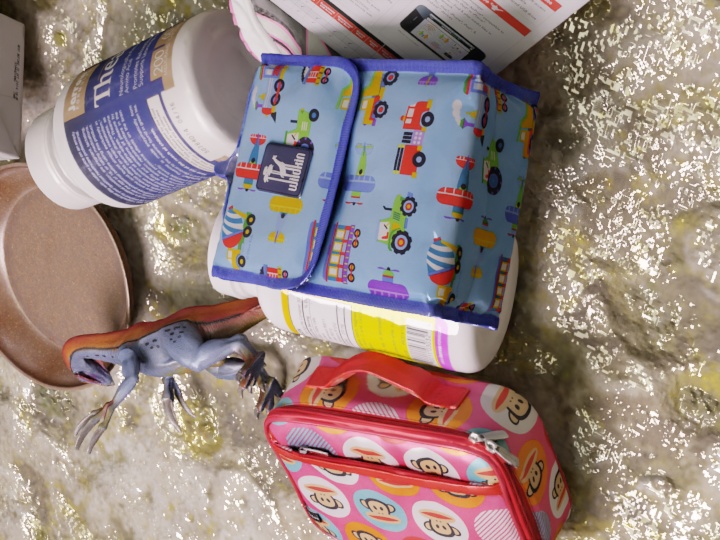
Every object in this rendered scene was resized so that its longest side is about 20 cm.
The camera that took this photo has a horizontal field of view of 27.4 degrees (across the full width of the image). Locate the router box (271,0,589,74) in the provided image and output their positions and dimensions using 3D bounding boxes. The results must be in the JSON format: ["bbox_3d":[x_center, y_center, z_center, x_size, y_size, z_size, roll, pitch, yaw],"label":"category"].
[{"bbox_3d":[0.025,-0.200,0.899,0.200,0.049,0.179,37,143,-15],"label":"router box"}]

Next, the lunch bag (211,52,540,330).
[{"bbox_3d":[-0.005,-0.056,0.928,0.200,0.094,0.151,10,88,31],"label":"lunch bag"}]

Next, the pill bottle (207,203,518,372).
[{"bbox_3d":[0.000,0.000,1.009,0.199,0.104,0.105,13,113,20],"label":"pill bottle"}]

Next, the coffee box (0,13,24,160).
[{"bbox_3d":[-0.377,-0.145,1.195,0.199,0.080,0.115,-3,82,24],"label":"coffee box"}]

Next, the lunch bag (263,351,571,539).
[{"bbox_3d":[0.037,0.128,1.024,0.200,0.082,0.176,6,134,33],"label":"lunch bag"}]

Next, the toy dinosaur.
[{"bbox_3d":[-0.149,0.063,1.173,0.181,0.105,0.200,21,83,23],"label":"toy dinosaur"}]

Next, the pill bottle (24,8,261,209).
[{"bbox_3d":[-0.156,-0.111,1.097,0.200,0.111,0.111,-17,95,38],"label":"pill bottle"}]

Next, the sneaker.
[{"bbox_3d":[-0.021,-0.156,1.018,0.086,0.080,0.200,-8,113,32],"label":"sneaker"}]

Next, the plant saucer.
[{"bbox_3d":[-0.261,0.003,1.258,0.200,0.037,0.201,11,111,32],"label":"plant saucer"}]
